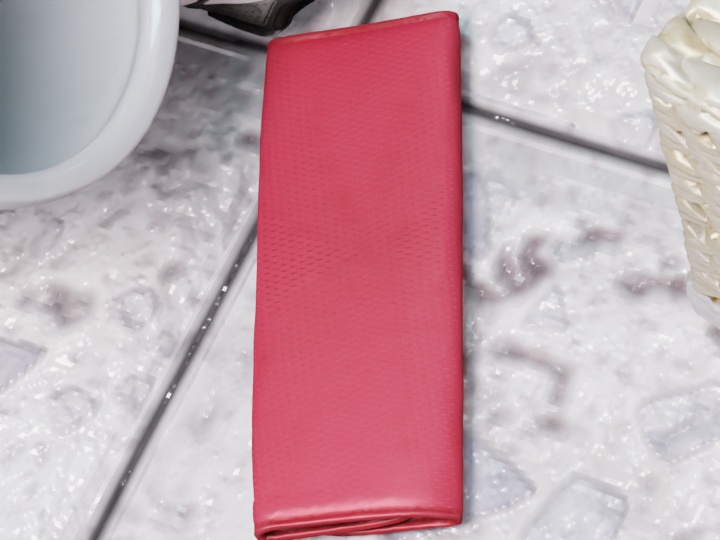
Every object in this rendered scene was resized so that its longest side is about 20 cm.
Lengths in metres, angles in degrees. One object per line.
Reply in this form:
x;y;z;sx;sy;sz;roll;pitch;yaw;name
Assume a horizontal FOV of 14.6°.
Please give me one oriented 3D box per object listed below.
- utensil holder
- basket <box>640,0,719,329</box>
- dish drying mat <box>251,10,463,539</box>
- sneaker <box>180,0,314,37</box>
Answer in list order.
-0.191;-0.089;0.992;0.199;0.170;0.171;-13;56;42;utensil holder
0.221;-0.041;0.862;0.200;0.161;0.198;37;78;29;basket
0.000;0.000;1.000;0.076;0.018;0.201;-8;60;16;dish drying mat
-0.062;-0.120;1.057;0.199;0.090;0.067;-4;66;46;sneaker
